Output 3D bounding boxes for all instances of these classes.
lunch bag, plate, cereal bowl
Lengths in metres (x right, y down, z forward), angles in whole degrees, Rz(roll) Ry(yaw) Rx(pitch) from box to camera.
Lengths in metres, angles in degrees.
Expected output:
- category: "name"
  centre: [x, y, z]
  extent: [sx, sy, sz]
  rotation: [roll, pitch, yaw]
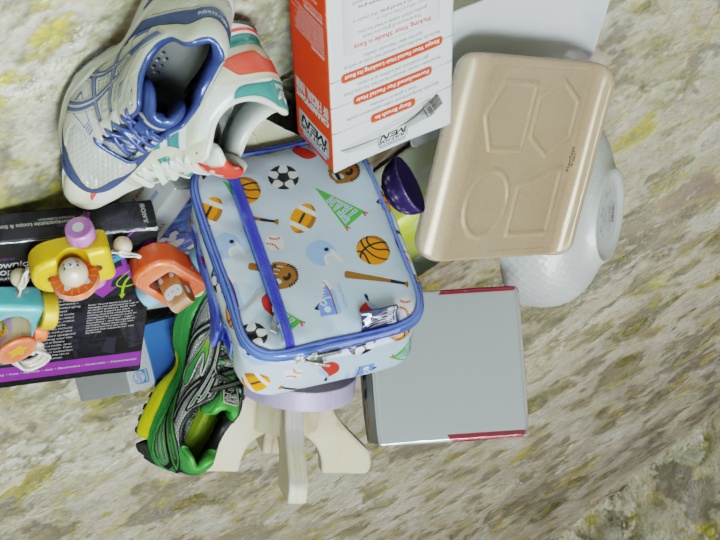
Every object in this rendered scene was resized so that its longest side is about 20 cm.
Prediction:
- category: "lunch bag"
  centre: [-0.047, -0.003, 1.327]
  extent: [0.160, 0.200, 0.076]
  rotation: [-10, 148, -17]
- category: "plate"
  centre: [0.128, -0.205, 1.516]
  extent: [0.199, 0.032, 0.200]
  rotation: [-27, 158, -15]
- category: "cereal bowl"
  centre: [0.207, -0.060, 1.716]
  extent: [0.083, 0.201, 0.200]
  rotation: [8, 173, 24]

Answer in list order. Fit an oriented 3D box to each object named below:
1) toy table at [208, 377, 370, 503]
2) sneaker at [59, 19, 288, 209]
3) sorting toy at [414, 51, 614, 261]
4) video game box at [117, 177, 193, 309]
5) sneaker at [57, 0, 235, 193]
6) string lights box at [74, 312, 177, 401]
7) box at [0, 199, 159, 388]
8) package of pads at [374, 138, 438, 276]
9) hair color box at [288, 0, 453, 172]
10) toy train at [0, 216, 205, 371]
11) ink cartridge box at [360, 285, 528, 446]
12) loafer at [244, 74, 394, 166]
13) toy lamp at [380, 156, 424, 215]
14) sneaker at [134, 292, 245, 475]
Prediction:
- category: "toy table"
  centre: [-0.076, 0.144, 1.726]
  extent: [0.183, 0.118, 0.200]
  rotation: [5, -166, -3]
- category: "sneaker"
  centre: [-0.138, -0.095, 1.304]
  extent: [0.200, 0.094, 0.070]
  rotation: [-38, 158, 15]
- category: "sorting toy"
  centre: [0.135, -0.101, 1.555]
  extent: [0.200, 0.036, 0.186]
  rotation: [-1, 110, -45]
- category: "video game box"
  centre: [-0.137, -0.036, 1.504]
  extent: [0.200, 0.047, 0.182]
  rotation: [-9, 151, -46]
- category: "sneaker"
  centre: [-0.155, -0.119, 1.213]
  extent: [0.075, 0.088, 0.200]
  rotation: [21, 126, -24]
- category: "string lights box"
  centre: [-0.159, 0.065, 1.623]
  extent: [0.200, 0.059, 0.103]
  rotation: [-15, -179, -36]
- category: "box"
  centre: [-0.244, 0.022, 1.420]
  extent: [0.142, 0.036, 0.200]
  rotation: [-6, 145, -18]
- category: "package of pads"
  centre: [0.052, -0.054, 1.689]
  extent: [0.200, 0.068, 0.154]
  rotation: [-34, 159, 12]
- category: "hair color box"
  centre: [0.008, -0.180, 1.293]
  extent: [0.111, 0.064, 0.200]
  rotation: [-24, 139, -21]
- category: "toy train"
  centre: [-0.215, 0.032, 1.367]
  extent: [0.200, 0.056, 0.150]
  rotation: [-30, 143, 15]
- category: "ink cartridge box"
  centre: [0.075, 0.096, 1.705]
  extent: [0.145, 0.145, 0.200]
  rotation: [-4, 176, -3]
- category: "loafer"
  centre: [-0.037, -0.120, 1.415]
  extent: [0.200, 0.076, 0.068]
  rotation: [-12, 157, -40]
- category: "toy lamp"
  centre: [-0.046, -0.033, 1.461]
  extent: [0.200, 0.058, 0.058]
  rotation: [-25, 161, 16]
- category: "sneaker"
  centre: [-0.123, 0.087, 1.527]
  extent: [0.078, 0.085, 0.201]
  rotation: [18, 91, -42]
